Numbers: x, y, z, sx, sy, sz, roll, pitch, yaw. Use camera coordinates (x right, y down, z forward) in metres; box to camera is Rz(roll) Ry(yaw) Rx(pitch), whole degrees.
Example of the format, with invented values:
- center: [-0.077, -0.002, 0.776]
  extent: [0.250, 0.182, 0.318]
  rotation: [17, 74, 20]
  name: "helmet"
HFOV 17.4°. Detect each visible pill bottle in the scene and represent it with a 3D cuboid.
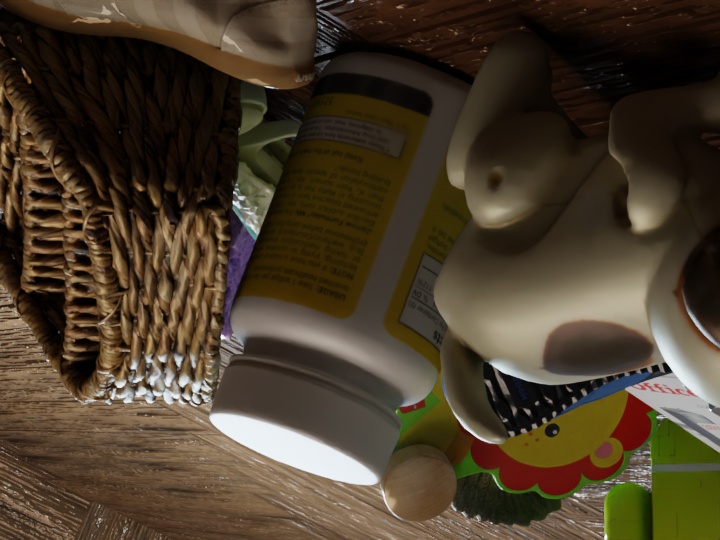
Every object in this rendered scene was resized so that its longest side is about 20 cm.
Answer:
- center: [0.000, 0.000, 1.212]
  extent: [0.114, 0.201, 0.114]
  rotation: [20, 165, 5]
  name: "pill bottle"

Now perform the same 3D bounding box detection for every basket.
- center: [-0.141, -0.017, 1.229]
  extent: [0.148, 0.144, 0.201]
  rotation: [5, 146, -5]
  name: "basket"

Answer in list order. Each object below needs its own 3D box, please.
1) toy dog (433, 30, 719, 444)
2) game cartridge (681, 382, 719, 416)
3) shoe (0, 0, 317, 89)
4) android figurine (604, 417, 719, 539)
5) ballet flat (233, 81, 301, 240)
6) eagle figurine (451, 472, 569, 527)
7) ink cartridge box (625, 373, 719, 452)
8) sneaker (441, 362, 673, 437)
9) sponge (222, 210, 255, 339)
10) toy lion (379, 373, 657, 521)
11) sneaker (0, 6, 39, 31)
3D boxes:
- center: [0.132, -0.004, 1.049]
  extent: [0.199, 0.194, 0.140]
  rotation: [17, 154, 43]
  name: "toy dog"
- center: [0.260, 0.027, 1.108]
  extent: [0.133, 0.041, 0.200]
  rotation: [29, 137, -11]
  name: "game cartridge"
- center: [-0.106, -0.144, 1.174]
  extent: [0.199, 0.054, 0.070]
  rotation: [19, -152, 23]
  name: "shoe"
- center: [0.237, 0.151, 1.423]
  extent: [0.180, 0.201, 0.041]
  rotation: [-4, 137, 7]
  name: "android figurine"
- center: [-0.069, -0.080, 1.331]
  extent: [0.071, 0.072, 0.200]
  rotation: [11, 159, 36]
  name: "ballet flat"
- center: [0.063, 0.054, 1.478]
  extent: [0.199, 0.151, 0.152]
  rotation: [30, 157, 12]
  name: "eagle figurine"
- center: [0.248, 0.063, 1.305]
  extent: [0.200, 0.085, 0.145]
  rotation: [35, 161, -34]
  name: "ink cartridge box"
- center: [0.136, 0.027, 1.206]
  extent: [0.199, 0.066, 0.078]
  rotation: [-19, -169, 5]
  name: "sneaker"
- center: [-0.117, -0.011, 1.528]
  extent: [0.030, 0.112, 0.199]
  rotation: [31, 164, -28]
  name: "sponge"
- center: [0.087, 0.052, 1.397]
  extent: [0.069, 0.190, 0.201]
  rotation: [-116, 9, -62]
  name: "toy lion"
- center: [-0.182, -0.099, 1.392]
  extent: [0.097, 0.071, 0.201]
  rotation: [22, 167, 4]
  name: "sneaker"
